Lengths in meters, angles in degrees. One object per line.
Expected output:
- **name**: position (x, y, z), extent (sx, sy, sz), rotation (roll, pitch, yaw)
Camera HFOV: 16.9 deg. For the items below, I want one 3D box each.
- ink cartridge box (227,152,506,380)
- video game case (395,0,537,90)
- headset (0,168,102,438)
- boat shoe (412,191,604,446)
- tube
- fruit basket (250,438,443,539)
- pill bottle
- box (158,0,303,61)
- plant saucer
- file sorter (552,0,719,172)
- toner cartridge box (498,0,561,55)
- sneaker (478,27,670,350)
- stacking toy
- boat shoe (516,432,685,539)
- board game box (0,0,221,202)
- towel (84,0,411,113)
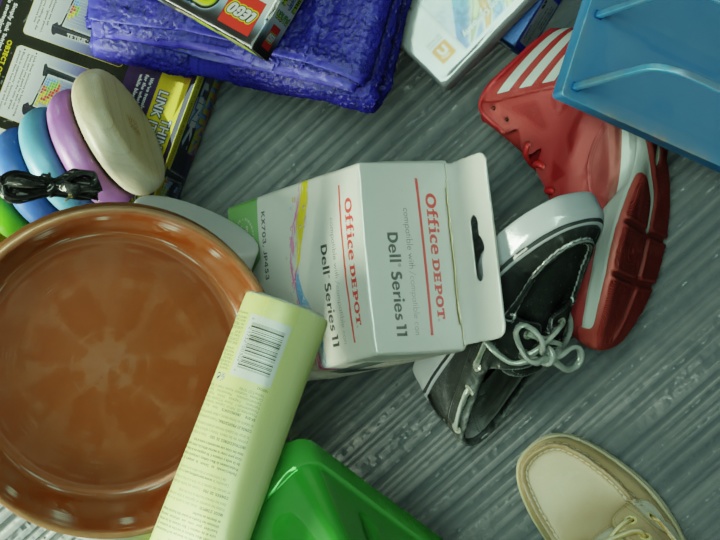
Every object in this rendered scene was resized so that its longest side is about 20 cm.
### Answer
- **ink cartridge box**: position (0.000, 0.000, 1.449), extent (0.200, 0.067, 0.117), rotation (-16, 78, 56)
- **video game case**: position (0.060, -0.244, 1.496), extent (0.200, 0.022, 0.182), rotation (-46, 77, 6)
- **headset**: position (-0.210, 0.030, 1.467), extent (0.124, 0.094, 0.200), rotation (46, 134, 49)
- **boat shoe**: position (0.095, 0.034, 1.434), extent (0.199, 0.074, 0.068), rotation (-53, 54, 41)
- **tube**: position (-0.076, 0.112, 1.371), extent (0.052, 0.058, 0.200), rotation (21, 81, -6)
- **fruit basket**: position (-0.034, 0.191, 1.461), extent (0.156, 0.216, 0.216), rotation (-46, 77, 5)
- **pill bottle**: position (-0.136, 0.060, 1.491), extent (0.111, 0.111, 0.200), rotation (28, 106, 14)
- **box**: position (-0.115, -0.222, 1.466), extent (0.200, 0.035, 0.110), rotation (31, 90, 16)
- **plant saucer**: position (-0.146, 0.057, 1.410), extent (0.200, 0.032, 0.200), rotation (-3, 104, -12)
- **file sorter**: position (0.225, -0.173, 1.403), extent (0.139, 0.123, 0.200), rotation (22, 78, -20)
- **toner cartridge box**: position (0.043, -0.227, 1.533), extent (0.200, 0.043, 0.095), rotation (32, 91, 14)
- **sneaker**: position (0.128, -0.055, 1.495), extent (0.115, 0.078, 0.200), rotation (9, 82, 27)
- **stacking toy**: position (-0.225, -0.043, 1.507), extent (0.200, 0.085, 0.085), rotation (-29, 79, 14)
- **boat shoe**: position (0.166, 0.178, 1.454), extent (0.074, 0.069, 0.200), rotation (-43, 78, 6)
- **board game box**: position (-0.185, -0.110, 1.568), extent (0.165, 0.057, 0.200), rotation (21, 90, 12)
- **towel**: position (-0.066, -0.185, 1.488), extent (0.200, 0.050, 0.148), rotation (13, 92, 16)
